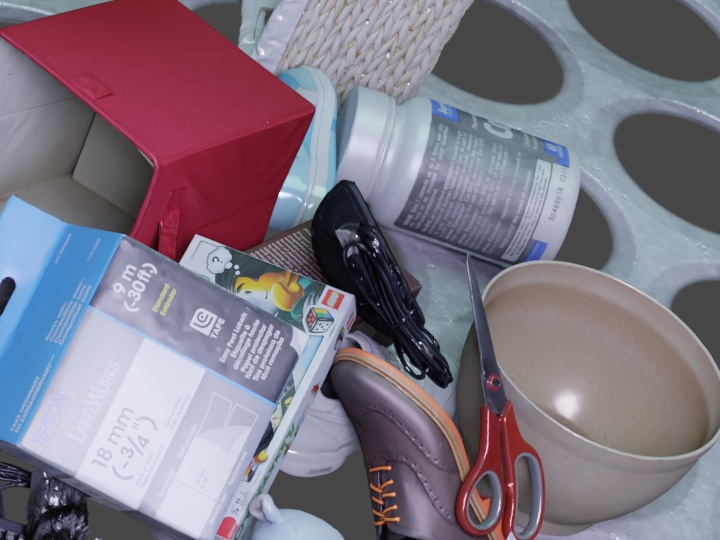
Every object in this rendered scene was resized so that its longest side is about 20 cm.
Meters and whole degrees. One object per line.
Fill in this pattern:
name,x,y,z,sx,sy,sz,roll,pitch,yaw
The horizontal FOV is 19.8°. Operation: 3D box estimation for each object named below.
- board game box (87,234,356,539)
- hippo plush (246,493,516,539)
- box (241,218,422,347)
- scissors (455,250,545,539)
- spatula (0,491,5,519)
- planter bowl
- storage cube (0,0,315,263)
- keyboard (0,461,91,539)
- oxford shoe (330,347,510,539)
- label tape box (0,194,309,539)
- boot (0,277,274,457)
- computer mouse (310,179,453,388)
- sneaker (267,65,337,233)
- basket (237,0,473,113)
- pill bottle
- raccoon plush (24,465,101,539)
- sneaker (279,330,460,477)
board game box,-0.100,0.082,1.402,0.125,0.035,0.201,20,62,13
hippo plush,-0.016,0.200,1.295,0.160,0.160,0.200,28,54,22
box,-0.056,0.034,1.549,0.100,0.075,0.199,41,40,20
scissors,0.097,0.088,1.417,0.073,0.202,0.014,2,-2,-30
spatula,-0.248,0.115,1.369,0.056,0.021,0.201,9,46,-23
planter bowl,0.154,0.110,1.531,0.199,0.135,0.201,16,38,-13
storage cube,-0.172,-0.082,1.524,0.200,0.172,0.179,38,36,23
keyboard,-0.236,0.163,1.297,0.199,0.021,0.128,19,50,-15
oxford shoe,0.034,0.145,1.417,0.072,0.071,0.201,-40,100,-31
label tape box,-0.152,0.059,1.253,0.199,0.063,0.145,29,77,-13
boot,-0.153,0.054,1.319,0.198,0.133,0.070,4,19,4
computer mouse,0.000,0.000,1.478,0.139,0.052,0.200,61,2,-26
sneaker,-0.089,-0.116,1.705,0.130,0.080,0.201,16,37,-16
basket,-0.003,-0.264,1.846,0.160,0.201,0.199,20,36,-18
pill bottle,0.074,-0.078,1.730,0.199,0.114,0.114,18,37,-12
raccoon plush,-0.130,0.201,1.258,0.133,0.097,0.201,15,55,-24
sneaker,0.014,0.087,1.502,0.199,0.100,0.075,-17,49,-45
